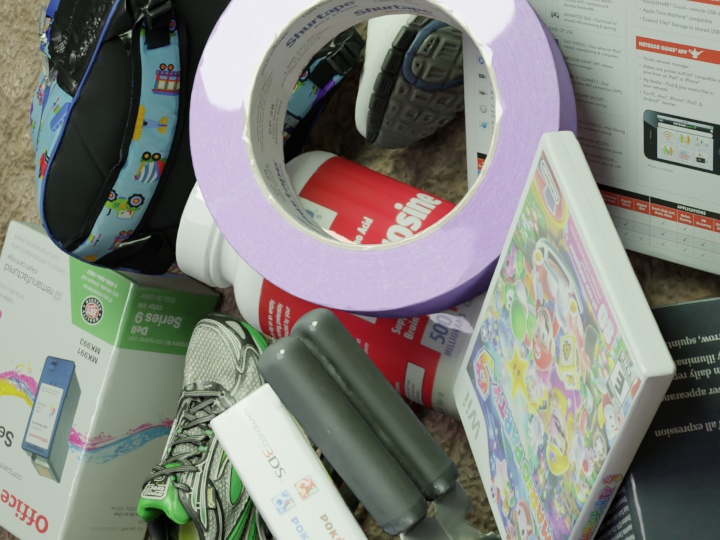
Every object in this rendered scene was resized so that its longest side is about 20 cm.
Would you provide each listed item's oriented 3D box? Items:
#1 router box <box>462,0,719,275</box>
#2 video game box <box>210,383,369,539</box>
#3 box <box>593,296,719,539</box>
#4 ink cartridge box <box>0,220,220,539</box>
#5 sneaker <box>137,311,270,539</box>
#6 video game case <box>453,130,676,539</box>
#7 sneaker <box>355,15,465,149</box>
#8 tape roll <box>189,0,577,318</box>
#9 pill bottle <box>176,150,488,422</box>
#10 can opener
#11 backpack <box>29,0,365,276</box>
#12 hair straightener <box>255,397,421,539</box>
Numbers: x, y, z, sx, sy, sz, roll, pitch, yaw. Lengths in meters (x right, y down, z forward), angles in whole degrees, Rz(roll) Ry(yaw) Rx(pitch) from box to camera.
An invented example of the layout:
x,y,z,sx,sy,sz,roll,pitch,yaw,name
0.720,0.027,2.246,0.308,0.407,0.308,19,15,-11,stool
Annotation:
x,y,z,sx,sy,sz,roll,pitch,yaw,name
0.143,-0.105,1.044,0.199,0.049,0.181,19,121,42,router box
-0.010,0.167,1.074,0.047,0.200,0.183,-29,73,-4,video game box
0.190,0.119,0.930,0.107,0.147,0.202,108,154,-71,box
-0.198,0.084,1.345,0.145,0.087,0.202,25,102,41,ink cartridge box
-0.097,0.126,1.249,0.078,0.085,0.202,-3,81,41,sneaker
0.091,0.054,0.931,0.201,0.018,0.144,105,154,-48,video game case
0.041,-0.172,1.189,0.087,0.074,0.202,23,93,53,sneaker
0.012,-0.077,1.027,0.198,0.066,0.202,-1,84,15,tape roll
0.000,0.000,1.115,0.199,0.112,0.113,23,100,15,pill bottle
0.016,0.115,1.008,0.201,0.053,0.067,52,144,-3,can opener
-0.119,-0.103,1.197,0.135,0.181,0.201,52,123,45,backpack
-0.013,0.110,1.214,0.077,0.041,0.201,39,114,38,hair straightener
